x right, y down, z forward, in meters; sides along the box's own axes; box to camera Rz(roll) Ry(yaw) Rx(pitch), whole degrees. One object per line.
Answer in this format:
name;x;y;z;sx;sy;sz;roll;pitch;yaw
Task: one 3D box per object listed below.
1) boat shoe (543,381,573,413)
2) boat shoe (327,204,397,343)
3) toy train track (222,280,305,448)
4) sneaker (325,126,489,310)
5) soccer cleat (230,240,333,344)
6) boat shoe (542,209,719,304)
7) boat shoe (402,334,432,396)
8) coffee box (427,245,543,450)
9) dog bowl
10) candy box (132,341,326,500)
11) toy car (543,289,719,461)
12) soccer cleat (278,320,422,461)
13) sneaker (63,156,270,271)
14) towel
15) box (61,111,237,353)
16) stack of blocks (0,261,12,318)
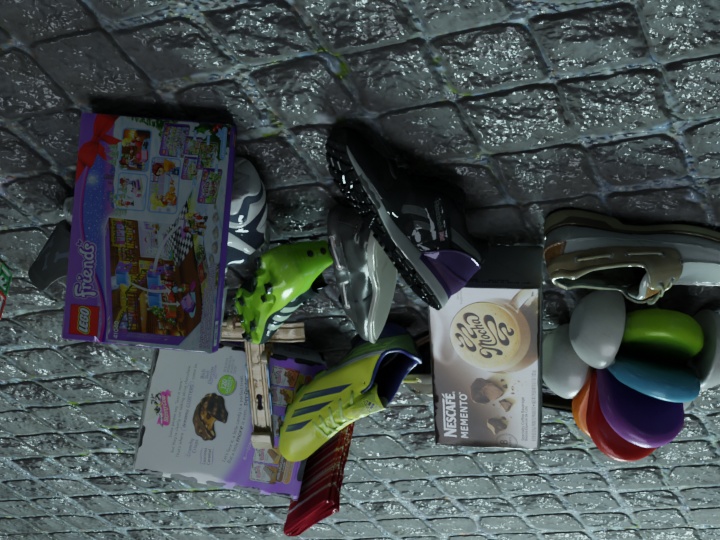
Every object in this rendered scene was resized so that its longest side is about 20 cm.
boat shoe;0.195;0.137;1.464;0.197;0.062;0.075;6;153;3
boat shoe;0.000;0.000;1.273;0.056;0.067;0.201;21;148;15
toy train track;-0.117;0.111;1.396;0.113;0.033;0.202;1;112;10
sneaker;0.045;-0.065;1.150;0.201;0.087;0.076;54;169;-30
soccer cleat;-0.079;0.024;1.274;0.080;0.068;0.200;-16;166;-22
boat shoe;0.269;-0.003;1.193;0.197;0.069;0.075;7;151;0
boat shoe;0.107;0.091;1.396;0.059;0.073;0.200;20;153;-26
coffee box;0.129;0.079;1.278;0.112;0.080;0.202;2;123;9
dog bowl;-0.220;0.008;1.231;0.198;0.059;0.200;22;-172;-3
candy box;-0.153;0.162;1.474;0.198;0.170;0.072;12;-170;-9
toy car;0.288;0.119;1.321;0.173;0.152;0.200;13;150;-10
soccer cleat;-0.013;0.143;1.405;0.200;0.084;0.065;-47;138;2
sneaker;-0.176;-0.039;1.214;0.197;0.080;0.130;-10;139;9
towel;-0.039;0.208;1.497;0.022;0.202;0.145;23;148;-15
box;-0.185;-0.034;1.114;0.135;0.203;0.039;6;180;3
stack of blocks;-0.499;0.001;1.376;0.197;0.059;0.115;-1;150;13
